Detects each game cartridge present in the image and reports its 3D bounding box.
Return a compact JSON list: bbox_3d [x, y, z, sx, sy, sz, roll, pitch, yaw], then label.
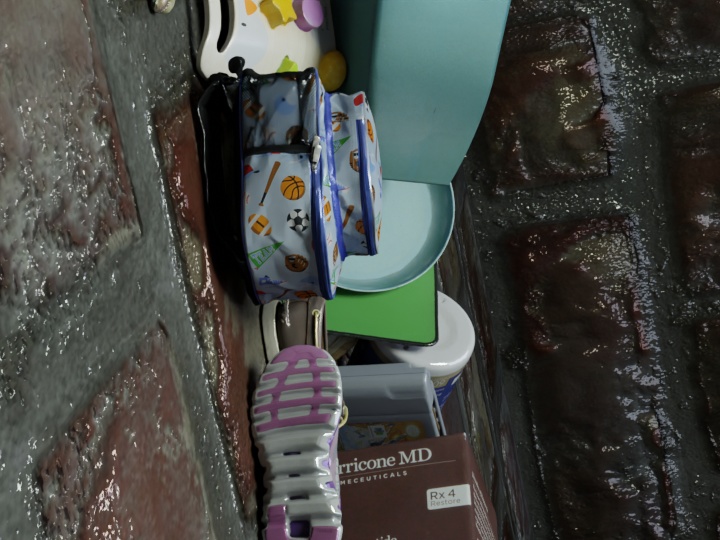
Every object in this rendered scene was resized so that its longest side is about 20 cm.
[{"bbox_3d":[0.020,0.172,1.662,0.042,0.133,0.200,-87,165,-45],"label":"game cartridge"}]

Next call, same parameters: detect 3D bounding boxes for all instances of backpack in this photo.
[{"bbox_3d":[-0.054,-0.066,1.455,0.200,0.154,0.191,64,29,-68],"label":"backpack"}]

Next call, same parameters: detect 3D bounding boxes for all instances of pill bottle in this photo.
[{"bbox_3d":[0.037,0.118,1.708,0.200,0.111,0.111,113,-18,-45],"label":"pill bottle"}]

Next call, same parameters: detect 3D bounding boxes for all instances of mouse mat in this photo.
[{"bbox_3d":[0.000,0.000,1.664,0.200,0.161,0.008,-88,-172,-49],"label":"mouse mat"}]

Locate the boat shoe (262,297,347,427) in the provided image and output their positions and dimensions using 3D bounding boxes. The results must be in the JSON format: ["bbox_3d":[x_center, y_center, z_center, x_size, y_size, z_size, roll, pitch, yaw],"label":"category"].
[{"bbox_3d":[-0.046,0.123,1.548,0.072,0.059,0.200,-27,107,-80],"label":"boat shoe"}]

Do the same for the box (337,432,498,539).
[{"bbox_3d":[0.046,0.293,1.601,0.164,0.166,0.200,67,16,-51],"label":"box"}]

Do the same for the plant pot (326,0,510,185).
[{"bbox_3d":[0.042,-0.189,1.590,0.141,0.141,0.200,-153,-110,-65],"label":"plant pot"}]

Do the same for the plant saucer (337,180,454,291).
[{"bbox_3d":[-0.003,-0.070,1.661,0.027,0.200,0.200,133,-47,-65],"label":"plant saucer"}]

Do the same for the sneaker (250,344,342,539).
[{"bbox_3d":[-0.052,0.168,1.449,0.088,0.080,0.200,72,16,-72],"label":"sneaker"}]

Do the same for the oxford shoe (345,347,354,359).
[{"bbox_3d":[0.000,0.015,1.853,0.073,0.084,0.200,-63,144,-77],"label":"oxford shoe"}]

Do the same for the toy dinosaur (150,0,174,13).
[{"bbox_3d":[-0.138,-0.283,1.395,0.088,0.047,0.200,35,37,-36],"label":"toy dinosaur"}]

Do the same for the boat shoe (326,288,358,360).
[{"bbox_3d":[-0.031,0.018,1.700,0.069,0.074,0.200,46,21,-19],"label":"boat shoe"}]

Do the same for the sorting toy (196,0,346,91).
[{"bbox_3d":[-0.106,-0.233,1.512,0.180,0.107,0.200,1,79,-61],"label":"sorting toy"}]
